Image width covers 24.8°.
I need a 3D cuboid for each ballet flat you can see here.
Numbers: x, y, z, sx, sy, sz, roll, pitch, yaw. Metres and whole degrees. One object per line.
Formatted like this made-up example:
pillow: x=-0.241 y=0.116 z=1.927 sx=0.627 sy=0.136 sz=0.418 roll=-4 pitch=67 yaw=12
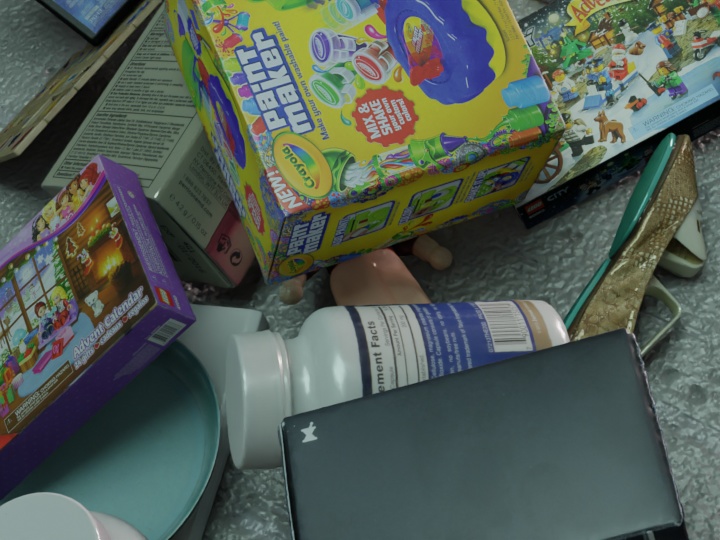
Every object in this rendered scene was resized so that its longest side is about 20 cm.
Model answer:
ballet flat: x=0.187 y=0.001 z=1.078 sx=0.065 sy=0.071 sz=0.200 roll=30 pitch=71 yaw=3

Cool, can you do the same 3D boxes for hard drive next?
hard drive: x=-0.152 y=0.113 z=1.126 sx=0.132 sy=0.027 sz=0.200 roll=4 pitch=60 yaw=21

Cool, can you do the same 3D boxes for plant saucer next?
plant saucer: x=-0.184 y=0.126 z=1.095 sx=0.200 sy=0.027 sz=0.200 roll=-9 pitch=54 yaw=13

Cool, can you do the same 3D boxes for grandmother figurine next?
grandmother figurine: x=0.000 y=0.000 z=1.137 sx=0.121 sy=0.061 sz=0.200 roll=-7 pitch=47 yaw=-20

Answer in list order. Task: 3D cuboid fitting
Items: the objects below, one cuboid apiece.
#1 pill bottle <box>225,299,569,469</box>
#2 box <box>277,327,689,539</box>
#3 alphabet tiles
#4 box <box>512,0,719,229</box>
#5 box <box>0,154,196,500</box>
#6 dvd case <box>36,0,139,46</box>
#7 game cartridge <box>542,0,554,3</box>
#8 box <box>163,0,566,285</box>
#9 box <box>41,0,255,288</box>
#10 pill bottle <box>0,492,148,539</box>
pill bottle: x=0.022 y=0.076 z=1.000 sx=0.200 sy=0.111 sz=0.111 roll=-2 pitch=53 yaw=-12
box: x=0.082 y=0.150 z=0.919 sx=0.200 sy=0.197 sz=0.124 roll=-16 pitch=54 yaw=8
alphabet tiles: x=-0.222 y=-0.155 z=1.277 sx=0.200 sy=0.008 sz=0.167 roll=-50 pitch=18 yaw=-17
box: x=0.173 y=-0.135 z=1.156 sx=0.200 sy=0.038 sz=0.137 roll=-29 pitch=61 yaw=5
box: x=-0.206 y=0.039 z=1.074 sx=0.200 sy=0.039 sz=0.137 roll=-42 pitch=50 yaw=19
dvd case: x=-0.233 y=-0.283 z=1.283 sx=0.200 sy=0.018 sz=0.143 roll=38 pitch=80 yaw=14
game cartridge: x=0.225 y=-0.251 z=1.241 sx=0.200 sy=0.040 sz=0.133 roll=6 pitch=56 yaw=22
box: x=-0.004 y=-0.125 z=1.066 sx=0.193 sy=0.122 sz=0.200 roll=-19 pitch=73 yaw=-15
box: x=-0.113 y=-0.101 z=1.190 sx=0.128 sy=0.109 sz=0.200 roll=8 pitch=59 yaw=41
pill bottle: x=-0.152 y=0.209 z=0.953 sx=0.112 sy=0.200 sz=0.112 roll=-9 pitch=55 yaw=12
